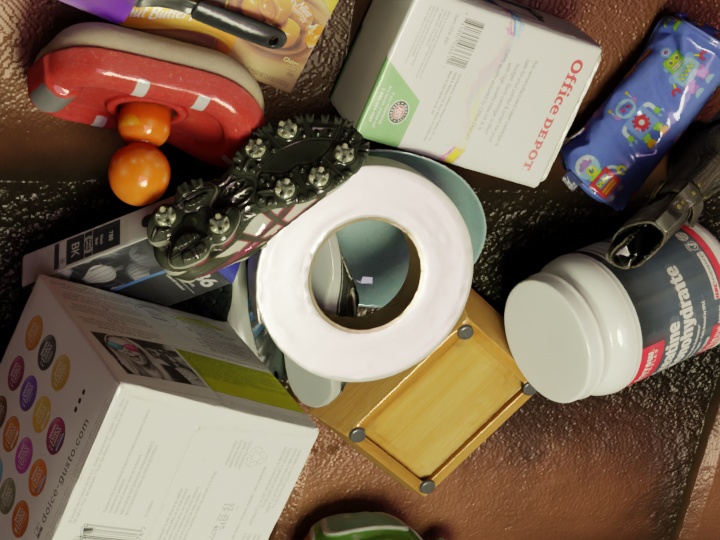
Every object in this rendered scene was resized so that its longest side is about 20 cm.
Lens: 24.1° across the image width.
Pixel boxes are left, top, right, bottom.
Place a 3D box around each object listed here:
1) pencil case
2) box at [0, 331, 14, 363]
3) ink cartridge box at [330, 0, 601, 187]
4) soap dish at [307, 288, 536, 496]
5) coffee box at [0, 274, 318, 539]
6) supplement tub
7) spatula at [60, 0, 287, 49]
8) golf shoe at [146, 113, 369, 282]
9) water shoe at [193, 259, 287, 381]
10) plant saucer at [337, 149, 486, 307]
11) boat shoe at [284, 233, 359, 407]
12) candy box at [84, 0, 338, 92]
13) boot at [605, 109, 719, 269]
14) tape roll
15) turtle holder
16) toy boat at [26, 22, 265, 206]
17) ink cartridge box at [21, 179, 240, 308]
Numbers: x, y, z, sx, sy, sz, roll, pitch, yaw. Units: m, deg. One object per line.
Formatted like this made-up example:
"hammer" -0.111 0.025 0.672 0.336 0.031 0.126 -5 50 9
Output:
"pencil case" 0.269 -0.153 1.601 0.087 0.078 0.200 38 102 1
"box" -0.315 0.159 1.542 0.140 0.079 0.201 -5 119 -22
"ink cartridge box" 0.095 -0.174 1.513 0.199 0.088 0.146 14 112 -26
"soap dish" 0.071 0.119 1.669 0.200 0.081 0.157 -44 124 7
"coffee box" -0.192 0.151 1.423 0.199 0.198 0.200 16 107 -37
"supplement tub" 0.254 0.037 1.635 0.199 0.140 0.141 -21 125 -30
"spatula" -0.147 -0.213 1.365 0.199 0.021 0.057 12 127 -29
"golf shoe" -0.084 -0.060 1.396 0.199 0.077 0.088 -29 160 -10
"water shoe" -0.108 0.022 1.566 0.079 0.071 0.201 -31 128 -37
"plant saucer" 0.016 -0.047 1.554 0.200 0.039 0.202 1 136 1
"boat shoe" -0.038 0.025 1.554 0.064 0.070 0.201 -35 132 -49
"candy box" -0.123 -0.239 1.408 0.199 0.055 0.116 20 109 -29
"boot" 0.289 -0.067 1.580 0.069 0.200 0.174 44 73 4
"tape roll" 0.000 0.000 1.480 0.202 0.037 0.204 -6 110 -15
"turtle holder" 0.018 0.303 1.720 0.185 0.132 0.141 -25 123 -8
"toy boat" -0.176 -0.117 1.391 0.199 0.130 0.132 11 75 -25
"ink cartridge box" -0.185 -0.008 1.463 0.199 0.039 0.099 -22 142 20
